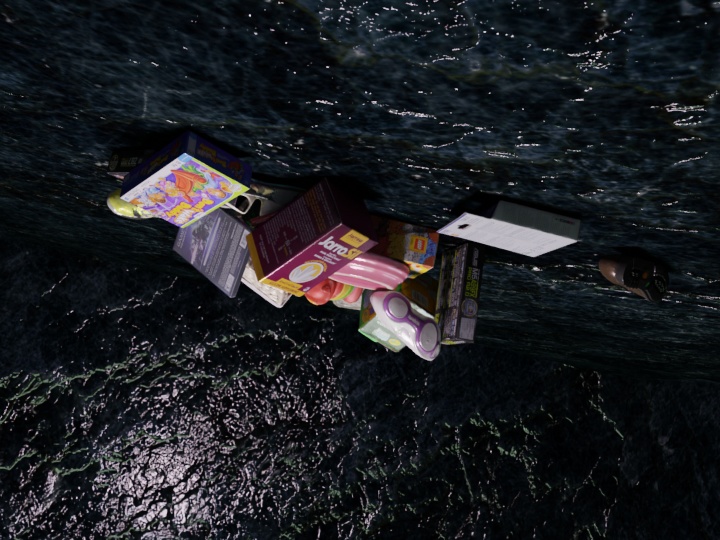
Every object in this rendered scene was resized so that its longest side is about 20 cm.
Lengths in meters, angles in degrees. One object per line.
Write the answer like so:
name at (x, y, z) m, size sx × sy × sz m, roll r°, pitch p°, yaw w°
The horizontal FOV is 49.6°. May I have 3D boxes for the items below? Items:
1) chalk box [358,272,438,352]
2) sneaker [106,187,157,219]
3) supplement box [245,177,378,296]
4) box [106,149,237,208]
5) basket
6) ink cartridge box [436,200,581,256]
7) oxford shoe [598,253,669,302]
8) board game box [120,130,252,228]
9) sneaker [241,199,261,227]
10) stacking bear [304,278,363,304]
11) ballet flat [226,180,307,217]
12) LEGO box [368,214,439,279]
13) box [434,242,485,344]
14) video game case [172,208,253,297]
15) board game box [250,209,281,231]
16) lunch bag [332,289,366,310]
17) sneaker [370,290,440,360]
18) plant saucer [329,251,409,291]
chalk box at (0.076, 0.092, 1.818) m, size 0.123 × 0.125 × 0.200 m, roll 31°, pitch 128°, yaw -23°
sneaker at (-0.446, -0.152, 1.684) m, size 0.195 × 0.077 × 0.076 m, roll 3°, pitch 166°, yaw -16°
supplement box at (-0.087, -0.055, 1.399) m, size 0.198 × 0.105 × 0.130 m, roll -34°, pitch 150°, yaw 22°
box at (-0.351, -0.171, 1.465) m, size 0.159 × 0.050 × 0.198 m, roll 6°, pitch 169°, yaw 44°
basket at (-0.208, -0.039, 1.655) m, size 0.198 × 0.137 × 0.123 m, roll 36°, pitch 165°, yaw 1°
ink cartridge box at (0.249, -0.076, 1.341) m, size 0.195 × 0.044 × 0.196 m, roll 15°, pitch 172°, yaw -7°
oxford shoe at (0.517, 0.005, 1.468) m, size 0.198 × 0.074 × 0.084 m, roll 23°, pitch -179°, yaw -40°
board game box at (-0.296, -0.149, 1.318) m, size 0.198 × 0.046 × 0.133 m, roll -23°, pitch 144°, yaw 39°
sneaker at (-0.141, -0.088, 1.554) m, size 0.195 × 0.079 × 0.086 m, roll 12°, pitch 146°, yaw -2°
stacking bear at (-0.068, 0.020, 1.724) m, size 0.120 × 0.115 × 0.200 m, roll 32°, pitch -162°, yaw 11°
ballet flat at (-0.195, -0.136, 1.425) m, size 0.195 × 0.073 × 0.069 m, roll 13°, pitch 176°, yaw -12°
LEGO box at (0.069, -0.045, 1.637) m, size 0.145 × 0.079 × 0.200 m, roll 13°, pitch 171°, yaw -6°
box at (0.208, 0.053, 1.670) m, size 0.043 × 0.205 × 0.160 m, roll 10°, pitch 171°, yaw -12°
video game case at (-0.297, -0.060, 1.575) m, size 0.199 × 0.145 × 0.019 m, roll 35°, pitch -158°, yaw 31°
board game box at (-0.145, -0.055, 1.496) m, size 0.101 × 0.020 × 0.201 m, roll -19°, pitch 154°, yaw -6°
lunch bag at (0.032, 0.029, 1.940) m, size 0.195 × 0.143 × 0.168 m, roll 11°, pitch 172°, yaw -5°
sneaker at (0.097, 0.109, 1.645) m, size 0.200 × 0.075 × 0.099 m, roll 48°, pitch 163°, yaw -24°
plant saucer at (0.000, 0.000, 1.586) m, size 0.196 × 0.052 × 0.201 m, roll 13°, pitch 172°, yaw 2°
